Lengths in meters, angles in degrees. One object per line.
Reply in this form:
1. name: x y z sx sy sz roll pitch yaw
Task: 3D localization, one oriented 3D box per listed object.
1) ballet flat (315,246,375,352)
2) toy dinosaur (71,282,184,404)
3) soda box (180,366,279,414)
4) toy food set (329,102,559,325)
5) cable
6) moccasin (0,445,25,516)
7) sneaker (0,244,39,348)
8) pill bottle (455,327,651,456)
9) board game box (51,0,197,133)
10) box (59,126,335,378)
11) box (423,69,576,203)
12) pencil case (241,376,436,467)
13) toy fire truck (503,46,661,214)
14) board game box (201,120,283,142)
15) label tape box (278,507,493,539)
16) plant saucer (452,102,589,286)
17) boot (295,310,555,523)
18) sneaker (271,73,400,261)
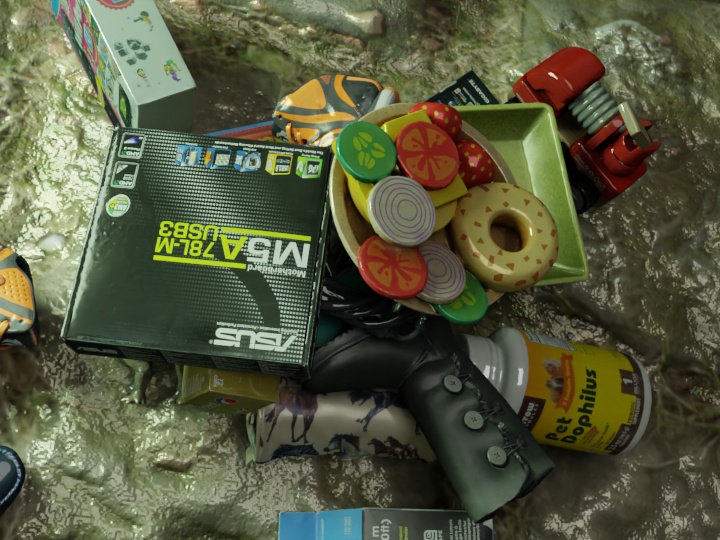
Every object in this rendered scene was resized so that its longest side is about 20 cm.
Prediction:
1. ballet flat: 0.000 0.000 0.829 0.200 0.064 0.067 -44 100 -15
2. toy dinosaur: -0.171 0.067 0.797 0.198 0.077 0.103 4 92 -4
3. soda box: -0.110 0.022 0.777 0.067 0.064 0.202 15 65 -31
4. toy food set: 0.064 -0.053 0.736 0.197 0.049 0.201 -25 85 -31
5. cable: 0.014 -0.044 0.785 0.162 0.051 0.201 21 71 2
6. moccasin: -0.361 0.213 0.698 0.200 0.068 0.081 -36 86 -26
7. sneaker: -0.341 0.064 0.742 0.111 0.078 0.201 18 67 -11
8. pill bottle: 0.187 0.122 0.894 0.198 0.109 0.110 12 68 -14
9. board game box: -0.233 -0.219 0.846 0.064 0.148 0.201 -24 81 -22
10. box: -0.126 -0.018 0.721 0.198 0.048 0.195 7 66 3
11. box: 0.127 -0.108 0.986 0.159 0.046 0.200 -37 87 -25
12. pencil case: -0.013 0.146 0.836 0.198 0.090 0.078 5 42 -18
13. toy fire truck: 0.258 -0.171 0.967 0.128 0.200 0.176 -36 86 -26
14. board game box: -0.070 -0.054 0.895 0.199 0.056 0.197 -16 78 -23
15. label tape box: 0.025 0.296 0.804 0.198 0.066 0.144 7 70 -18
16. plant saucer: 0.124 -0.071 0.915 0.198 0.048 0.201 -5 77 -17
17. boot: 0.057 0.136 0.777 0.164 0.066 0.201 -25 74 -24
18. sneaker: -0.042 -0.099 0.855 0.111 0.078 0.201 19 80 11
